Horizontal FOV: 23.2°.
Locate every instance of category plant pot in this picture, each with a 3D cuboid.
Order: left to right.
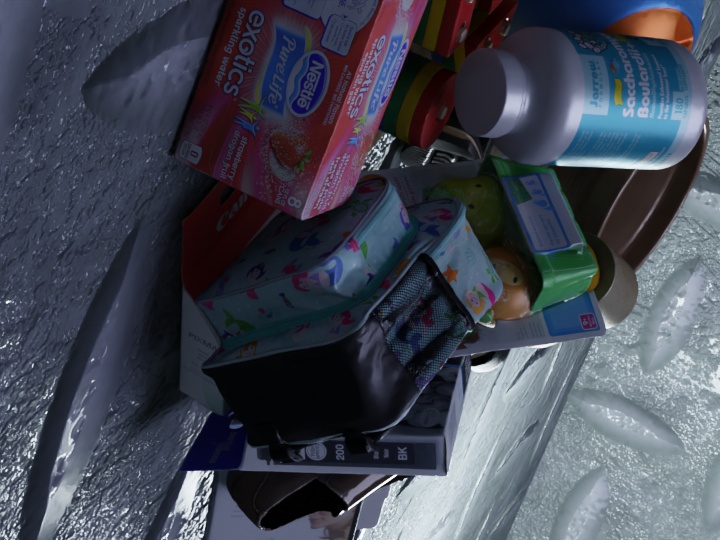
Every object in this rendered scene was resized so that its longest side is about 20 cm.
[{"bbox_3d":[0.236,-0.082,1.650,0.201,0.093,0.201,-43,152,-29],"label":"plant pot"}]

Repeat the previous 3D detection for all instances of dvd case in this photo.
[{"bbox_3d":[-0.061,0.189,1.554,0.018,0.142,0.200,-109,-157,-44],"label":"dvd case"}]

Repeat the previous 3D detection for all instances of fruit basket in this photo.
[{"bbox_3d":[0.081,-0.017,1.394,0.200,0.185,0.094,-3,146,-26],"label":"fruit basket"}]

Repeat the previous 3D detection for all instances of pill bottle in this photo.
[{"bbox_3d":[0.176,-0.139,1.423,0.200,0.111,0.111,-1,123,-33],"label":"pill bottle"}]

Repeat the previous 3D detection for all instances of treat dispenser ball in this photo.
[{"bbox_3d":[0.207,-0.239,1.582,0.201,0.201,0.201,-56,164,-26],"label":"treat dispenser ball"}]

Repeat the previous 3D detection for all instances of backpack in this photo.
[{"bbox_3d":[-0.004,0.022,1.230,0.200,0.177,0.151,-39,108,-45],"label":"backpack"}]

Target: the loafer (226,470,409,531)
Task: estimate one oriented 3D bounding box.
[{"bbox_3d":[-0.011,0.179,1.496,0.200,0.071,0.073,-18,137,-3],"label":"loafer"}]

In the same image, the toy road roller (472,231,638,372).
[{"bbox_3d":[0.130,-0.007,1.541,0.123,0.200,0.146,32,43,-63],"label":"toy road roller"}]

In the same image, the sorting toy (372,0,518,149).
[{"bbox_3d":[0.070,-0.202,1.431,0.200,0.070,0.199,-50,160,-44],"label":"sorting toy"}]

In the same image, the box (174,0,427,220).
[{"bbox_3d":[-0.030,-0.145,1.124,0.095,0.100,0.200,-24,138,-67],"label":"box"}]

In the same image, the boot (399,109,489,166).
[{"bbox_3d":[0.097,-0.146,1.638,0.200,0.077,0.139,109,5,-80],"label":"boot"}]

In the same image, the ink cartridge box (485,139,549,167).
[{"bbox_3d":[0.178,-0.143,1.778,0.200,0.084,0.146,-68,178,-63],"label":"ink cartridge box"}]

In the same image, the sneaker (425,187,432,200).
[{"bbox_3d":[0.000,0.000,1.474,0.200,0.074,0.082,-50,126,-11],"label":"sneaker"}]

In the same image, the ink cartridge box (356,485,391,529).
[{"bbox_3d":[-0.026,0.151,1.592,0.067,0.116,0.200,-110,-155,-44],"label":"ink cartridge box"}]

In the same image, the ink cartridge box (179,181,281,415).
[{"bbox_3d":[-0.074,-0.011,1.305,0.161,0.050,0.200,-53,164,-36],"label":"ink cartridge box"}]

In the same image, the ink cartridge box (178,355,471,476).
[{"bbox_3d":[-0.022,0.098,1.343,0.198,0.200,0.043,-67,155,-69],"label":"ink cartridge box"}]
